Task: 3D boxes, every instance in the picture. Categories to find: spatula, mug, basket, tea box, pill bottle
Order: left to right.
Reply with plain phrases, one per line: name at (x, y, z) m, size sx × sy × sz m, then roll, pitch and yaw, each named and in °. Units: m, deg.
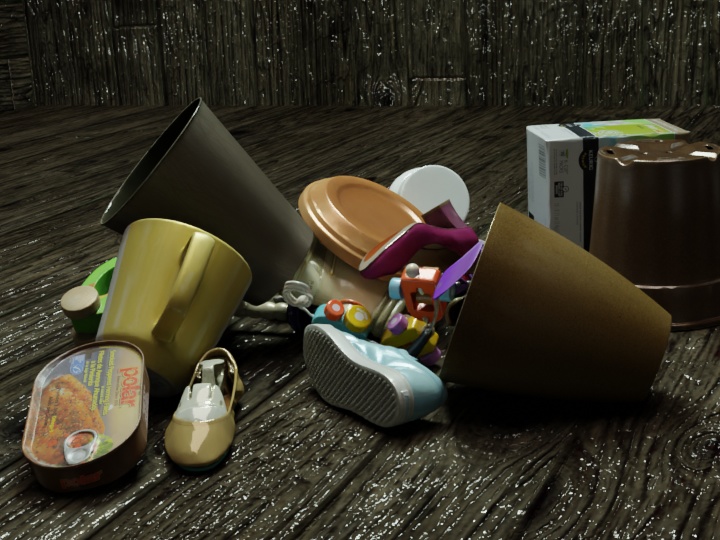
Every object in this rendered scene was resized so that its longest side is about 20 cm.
mug at (-0.213, 0.039, 1.290) m, size 0.148 × 0.187 × 0.154 m, roll 10°, pitch 61°, yaw 17°
basket at (-0.163, -0.062, 1.392) m, size 0.181 × 0.200 × 0.136 m, roll -51°, pitch 18°, yaw -3°
pill bottle at (0.081, -0.078, 1.696) m, size 0.113 × 0.115 × 0.200 m, roll -6°, pitch -7°, yaw -11°
spatula at (0.071, 0.050, 1.246) m, size 0.020 × 0.201 × 0.057 m, roll 27°, pitch 37°, yaw 1°
tea box at (0.332, -0.094, 1.650) m, size 0.195 × 0.202 × 0.134 m, roll -5°, pitch 14°, yaw -4°

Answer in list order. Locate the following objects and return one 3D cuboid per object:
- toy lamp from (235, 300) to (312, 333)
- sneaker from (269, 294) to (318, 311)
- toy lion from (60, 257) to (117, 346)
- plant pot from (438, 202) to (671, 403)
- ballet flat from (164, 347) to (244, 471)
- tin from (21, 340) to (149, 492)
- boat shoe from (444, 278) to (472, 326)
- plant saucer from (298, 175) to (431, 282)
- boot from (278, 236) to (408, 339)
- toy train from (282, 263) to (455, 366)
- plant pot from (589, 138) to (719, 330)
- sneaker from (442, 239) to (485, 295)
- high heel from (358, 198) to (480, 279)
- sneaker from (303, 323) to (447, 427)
toy lamp at (-0.160, 0.046, 1.514) m, size 0.198 × 0.059 × 0.058 m, roll 1°, pitch 15°, yaw 18°
sneaker at (-0.039, 0.009, 1.601) m, size 0.198 × 0.078 × 0.085 m, roll -8°, pitch 6°, yaw -24°
toy lion at (-0.238, 0.015, 1.489) m, size 0.198 × 0.069 × 0.192 m, roll 3°, pitch 40°, yaw 18°
plant pot at (0.199, 0.054, 1.214) m, size 0.198 × 0.188 × 0.186 m, roll 20°, pitch 19°, yaw 7°
ballet flat at (-0.154, 0.129, 1.191) m, size 0.068 × 0.064 × 0.200 m, roll -2°, pitch 15°, yaw 0°
tin at (-0.255, 0.135, 1.153) m, size 0.111 × 0.042 × 0.201 m, roll -15°, pitch 29°, yaw 2°
boat shoe at (0.135, 0.044, 1.404) m, size 0.074 × 0.075 × 0.202 m, roll 9°, pitch 14°, yaw -5°
plant saucer at (0.020, -0.056, 1.497) m, size 0.199 × 0.038 × 0.201 m, roll 24°, pitch 27°, yaw -13°
boot at (0.000, 0.000, 1.497) m, size 0.154 × 0.073 × 0.200 m, roll 25°, pitch 31°, yaw 3°
toy train at (0.022, 0.036, 1.339) m, size 0.198 × 0.151 × 0.056 m, roll 0°, pitch 44°, yaw 25°
plant pot at (0.366, -0.051, 1.490) m, size 0.198 × 0.200 × 0.200 m, roll -2°, pitch 15°, yaw 1°
sneaker at (0.129, 0.001, 1.588) m, size 0.199 × 0.081 × 0.083 m, roll -16°, pitch 25°, yaw -42°
high heel at (0.077, -0.010, 1.399) m, size 0.067 × 0.097 × 0.200 m, roll -29°, pitch 3°, yaw 45°
sneaker at (0.014, 0.106, 1.247) m, size 0.081 × 0.075 × 0.200 m, roll -4°, pitch 22°, yaw -33°
